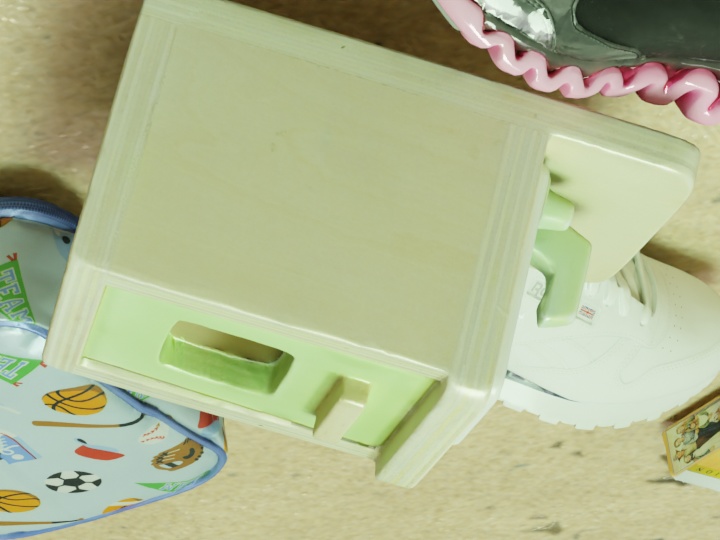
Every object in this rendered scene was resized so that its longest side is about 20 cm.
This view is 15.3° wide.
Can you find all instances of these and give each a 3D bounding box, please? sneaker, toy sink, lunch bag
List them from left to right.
[{"bbox_3d":[-0.155,0.043,1.092,0.160,0.076,0.200,-15,150,20],"label":"lunch bag"},{"bbox_3d":[0.000,0.000,0.934,0.199,0.113,0.130,16,161,-7],"label":"toy sink"},{"bbox_3d":[0.074,0.007,1.078,0.199,0.077,0.081,9,138,-27],"label":"sneaker"},{"bbox_3d":[0.107,-0.103,0.907,0.199,0.079,0.096,13,123,-30],"label":"sneaker"}]

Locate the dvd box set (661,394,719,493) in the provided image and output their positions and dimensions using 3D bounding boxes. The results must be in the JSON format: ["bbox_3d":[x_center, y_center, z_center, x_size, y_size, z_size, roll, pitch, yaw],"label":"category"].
[{"bbox_3d":[0.258,0.058,1.235,0.146,0.030,0.200,17,143,-34],"label":"dvd box set"}]

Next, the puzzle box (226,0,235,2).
[{"bbox_3d":[-0.093,-0.149,0.818,0.199,0.026,0.133,13,144,-30],"label":"puzzle box"}]
